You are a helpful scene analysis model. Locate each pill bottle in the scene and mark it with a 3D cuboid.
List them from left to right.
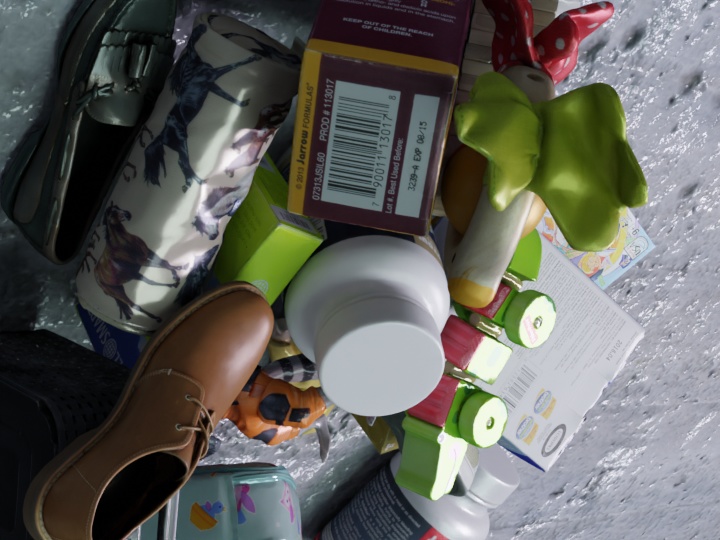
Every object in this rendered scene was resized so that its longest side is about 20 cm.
[{"bbox_3d":[0.000,0.000,1.050,0.110,0.200,0.111,-5,130,-6],"label":"pill bottle"},{"bbox_3d":[0.053,0.241,1.488,0.200,0.120,0.119,-48,145,16],"label":"pill bottle"}]

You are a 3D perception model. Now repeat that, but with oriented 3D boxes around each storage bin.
[{"bbox_3d":[-0.210,0.124,1.006,0.093,0.200,0.136,-2,103,-40],"label":"storage bin"}]

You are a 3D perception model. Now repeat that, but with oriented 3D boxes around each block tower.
[{"bbox_3d":[0.089,-0.122,0.988,0.054,0.201,0.058,12,169,0],"label":"block tower"}]

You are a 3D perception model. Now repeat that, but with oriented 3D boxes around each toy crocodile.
[{"bbox_3d":[0.073,0.059,1.054,0.062,0.067,0.201,25,89,-46],"label":"toy crocodile"}]

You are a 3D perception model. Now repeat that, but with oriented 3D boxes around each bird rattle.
[{"bbox_3d":[0.078,-0.072,0.880,0.112,0.200,0.164,14,119,-14],"label":"bird rattle"}]

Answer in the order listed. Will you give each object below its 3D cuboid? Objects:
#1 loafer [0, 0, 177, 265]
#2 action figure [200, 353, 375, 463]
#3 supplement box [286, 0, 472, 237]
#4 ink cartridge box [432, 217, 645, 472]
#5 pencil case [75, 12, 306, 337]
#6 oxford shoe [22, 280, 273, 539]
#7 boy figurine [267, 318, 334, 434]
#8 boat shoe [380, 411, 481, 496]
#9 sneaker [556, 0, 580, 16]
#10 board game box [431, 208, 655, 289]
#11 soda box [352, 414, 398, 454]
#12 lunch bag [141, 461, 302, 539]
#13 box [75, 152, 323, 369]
[{"bbox_3d":[-0.154,-0.091,0.941,0.072,0.063,0.200,1,131,-43],"label":"loafer"},{"bbox_3d":[-0.105,0.095,1.171,0.193,0.105,0.200,13,168,-17],"label":"action figure"},{"bbox_3d":[0.017,-0.125,0.922,0.085,0.200,0.111,11,127,2],"label":"supplement box"},{"bbox_3d":[0.118,0.055,1.161,0.200,0.076,0.137,39,84,-26],"label":"ink cartridge box"},{"bbox_3d":[-0.099,-0.058,0.944,0.089,0.078,0.201,11,109,-57],"label":"pencil case"},{"bbox_3d":[-0.106,0.089,0.908,0.200,0.071,0.071,-53,126,-23],"label":"oxford shoe"},{"bbox_3d":[-0.021,0.051,1.236,0.124,0.065,0.200,-10,140,-27],"label":"boy figurine"},{"bbox_3d":[0.058,0.104,1.256,0.065,0.074,0.202,-56,141,-30],"label":"boat shoe"},{"bbox_3d":[0.102,-0.109,1.069,0.199,0.130,0.080,-31,165,-29],"label":"sneaker"},{"bbox_3d":[0.122,-0.049,1.192,0.134,0.034,0.200,-40,119,3],"label":"board game box"},{"bbox_3d":[0.048,0.062,1.310,0.064,0.068,0.201,-15,141,-31],"label":"soda box"},{"bbox_3d":[-0.147,0.199,1.218,0.199,0.077,0.160,-7,169,2],"label":"lunch bag"},{"bbox_3d":[-0.119,0.012,1.045,0.048,0.122,0.200,21,116,-42],"label":"box"}]
